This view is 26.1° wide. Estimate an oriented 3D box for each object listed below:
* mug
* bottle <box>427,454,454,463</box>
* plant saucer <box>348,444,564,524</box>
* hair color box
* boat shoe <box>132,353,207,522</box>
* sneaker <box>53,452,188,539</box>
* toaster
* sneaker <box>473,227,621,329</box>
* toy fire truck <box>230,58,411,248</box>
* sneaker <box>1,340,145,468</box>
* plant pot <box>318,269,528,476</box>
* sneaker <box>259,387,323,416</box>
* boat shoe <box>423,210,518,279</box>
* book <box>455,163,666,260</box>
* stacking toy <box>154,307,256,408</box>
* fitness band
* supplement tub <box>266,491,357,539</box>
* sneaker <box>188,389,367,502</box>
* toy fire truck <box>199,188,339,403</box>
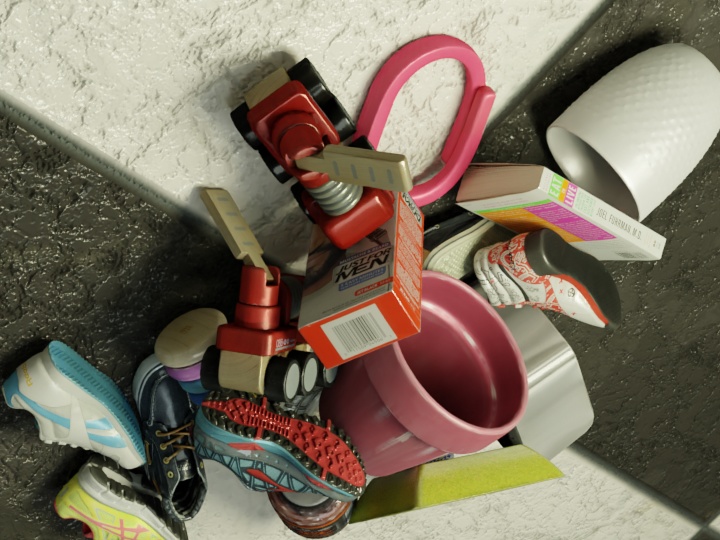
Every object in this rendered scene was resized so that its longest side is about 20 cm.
[{"bbox_3d":[0.321,-0.154,1.754,0.175,0.148,0.200,-43,161,-10],"label":"mug"},{"bbox_3d":[0.077,0.210,1.957,0.083,0.065,0.201,-19,134,-16],"label":"bottle"},{"bbox_3d":[0.104,0.246,1.810,0.198,0.048,0.199,-8,170,-26],"label":"plant saucer"},{"bbox_3d":[0.003,-0.001,1.596,0.110,0.201,0.064,-23,121,19],"label":"hair color box"},{"bbox_3d":[-0.205,0.187,1.737,0.070,0.091,0.202,-16,133,-20],"label":"boat shoe"},{"bbox_3d":[-0.276,0.283,1.797,0.090,0.078,0.200,-36,132,12],"label":"sneaker"},{"bbox_3d":[0.174,0.113,1.856,0.118,0.181,0.201,-33,138,-7],"label":"toaster"},{"bbox_3d":[0.211,0.018,1.768,0.107,0.068,0.201,-16,147,33],"label":"sneaker"},{"bbox_3d":[-0.016,-0.094,1.501,0.128,0.201,0.176,-33,128,7],"label":"toy fire truck"},{"bbox_3d":[-0.302,0.154,1.668,0.080,0.077,0.200,-32,132,8],"label":"sneaker"},{"bbox_3d":[0.055,0.129,1.699,0.199,0.202,0.179,10,142,-38],"label":"plant pot"},{"bbox_3d":[-0.078,0.127,1.791,0.199,0.076,0.088,-39,131,-11],"label":"sneaker"},{"bbox_3d":[0.132,-0.042,1.779,0.199,0.062,0.075,-26,134,-33],"label":"boat shoe"},{"bbox_3d":[0.223,-0.059,1.712,0.199,0.133,0.049,26,75,-34],"label":"book"},{"bbox_3d":[-0.147,0.141,1.703,0.085,0.085,0.201,-30,120,-6],"label":"stacking toy"},{"bbox_3d":[0.064,-0.157,1.656,0.142,0.038,0.201,1,125,-30],"label":"fitness band"},{"bbox_3d":[-0.057,0.254,1.826,0.106,0.108,0.200,-30,165,-6],"label":"supplement tub"},{"bbox_3d":[-0.089,0.197,1.662,0.199,0.080,0.096,27,132,-6],"label":"sneaker"},{"bbox_3d":[-0.100,0.022,1.613,0.176,0.127,0.202,-10,107,-70],"label":"toy fire truck"}]
